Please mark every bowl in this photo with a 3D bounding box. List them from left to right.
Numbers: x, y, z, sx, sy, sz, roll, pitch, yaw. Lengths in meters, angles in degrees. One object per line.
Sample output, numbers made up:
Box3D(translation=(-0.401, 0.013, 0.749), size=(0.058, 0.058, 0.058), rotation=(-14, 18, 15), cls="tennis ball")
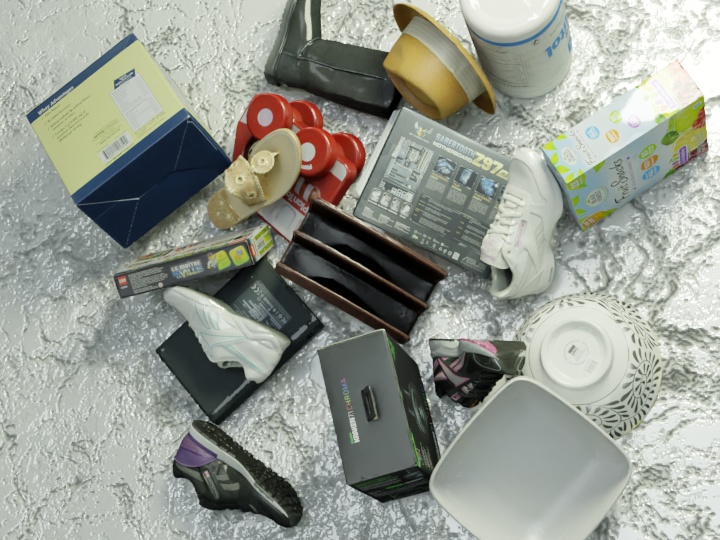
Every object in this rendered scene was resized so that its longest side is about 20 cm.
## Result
Box3D(translation=(0.204, 0.242, 1.601), size=(0.199, 0.075, 0.200), rotation=(38, 100, -2), cls="bowl")
Box3D(translation=(0.273, 0.113, 1.646), size=(0.199, 0.094, 0.202), rotation=(-4, 73, 15), cls="bowl")

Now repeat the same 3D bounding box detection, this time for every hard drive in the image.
Box3D(translation=(-0.167, 0.093, 1.803), size=(0.200, 0.033, 0.140), rotation=(-43, 68, -1), cls="hard drive")

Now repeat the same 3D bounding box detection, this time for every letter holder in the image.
Box3D(translation=(0.000, 0.000, 1.694), size=(0.199, 0.142, 0.101), rotation=(30, 82, -1), cls="letter holder")

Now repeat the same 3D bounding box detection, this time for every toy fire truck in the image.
Box3D(translation=(-0.102, -0.142, 1.825), size=(0.200, 0.112, 0.168), rotation=(39, 107, 21), cls="toy fire truck")

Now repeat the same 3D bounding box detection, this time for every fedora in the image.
Box3D(translation=(0.092, -0.263, 1.755), size=(0.082, 0.201, 0.201), rotation=(-42, 68, -5), cls="fedora")

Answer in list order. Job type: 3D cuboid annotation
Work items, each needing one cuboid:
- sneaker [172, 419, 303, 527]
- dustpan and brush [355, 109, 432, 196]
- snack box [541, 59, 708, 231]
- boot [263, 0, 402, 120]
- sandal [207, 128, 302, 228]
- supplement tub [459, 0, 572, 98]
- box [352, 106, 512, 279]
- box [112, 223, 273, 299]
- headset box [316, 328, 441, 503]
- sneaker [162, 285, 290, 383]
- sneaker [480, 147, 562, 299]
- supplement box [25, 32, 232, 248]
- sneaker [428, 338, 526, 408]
Box3D(translation=(-0.164, 0.288, 1.734), size=(0.200, 0.076, 0.088), rotation=(36, 100, 25), cls="sneaker")
Box3D(translation=(0.111, -0.119, 1.775), size=(0.199, 0.057, 0.140), rotation=(28, 79, -9), cls="dustpan and brush")
Box3D(translation=(0.338, -0.153, 1.668), size=(0.199, 0.169, 0.068), rotation=(-32, 65, 5), cls="snack box")
Box3D(translation=(-0.019, -0.316, 1.868), size=(0.199, 0.066, 0.166), rotation=(17, 87, 22), cls="boot")
Box3D(translation=(-0.159, -0.110, 1.781), size=(0.212, 0.069, 0.078), rotation=(-39, 83, 44), cls="sandal")
Box3D(translation=(0.208, -0.324, 1.738), size=(0.131, 0.200, 0.133), rotation=(-4, 73, 14), cls="supplement tub")
Box3D(translation=(0.110, -0.101, 1.730), size=(0.199, 0.051, 0.159), rotation=(25, 93, -3), cls="box")
Box3D(translation=(-0.227, -0.014, 1.805), size=(0.199, 0.110, 0.035), rotation=(-14, 102, 14), cls="box")
Box3D(translation=(0.026, 0.183, 1.635), size=(0.092, 0.200, 0.175), rotation=(-17, 69, 10), cls="headset box")
Box3D(translation=(-0.192, 0.081, 1.760), size=(0.200, 0.070, 0.081), rotation=(28, 94, 24), cls="sneaker")
Box3D(translation=(0.200, -0.053, 1.665), size=(0.075, 0.099, 0.201), rotation=(26, 125, 49), cls="sneaker")
Box3D(translation=(-0.326, -0.183, 1.855), size=(0.200, 0.134, 0.200), rotation=(-37, 55, 2), cls="supplement box")
Box3D(translation=(0.147, 0.129, 1.645), size=(0.080, 0.200, 0.087), rotation=(2, 86, -17), cls="sneaker")
